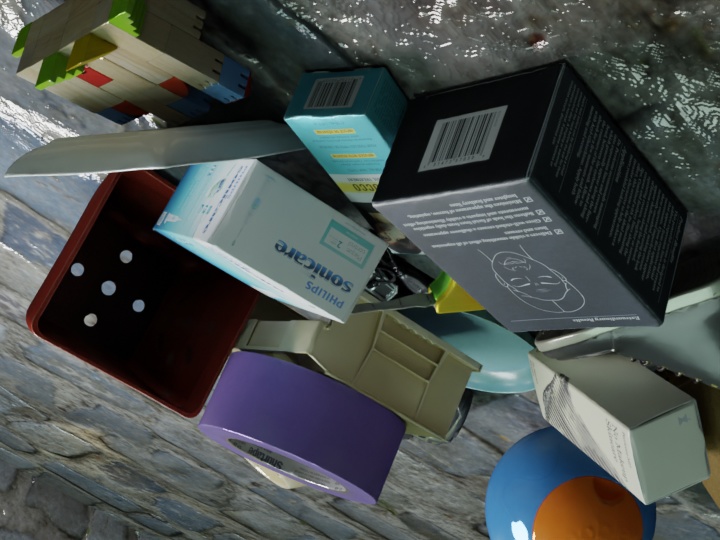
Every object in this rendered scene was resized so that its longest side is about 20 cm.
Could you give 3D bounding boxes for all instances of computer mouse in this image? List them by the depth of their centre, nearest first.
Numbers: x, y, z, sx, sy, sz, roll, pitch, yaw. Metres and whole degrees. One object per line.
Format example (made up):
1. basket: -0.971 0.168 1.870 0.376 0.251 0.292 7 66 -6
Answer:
1. computer mouse: 0.000 0.000 1.148 0.110 0.044 0.200 30 162 -27

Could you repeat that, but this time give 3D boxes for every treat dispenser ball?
1. treat dispenser ball: 0.248 0.285 1.363 0.201 0.201 0.201 17 155 8

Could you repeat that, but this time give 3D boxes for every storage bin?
1. storage bin: -0.017 0.096 1.228 0.198 0.094 0.200 33 161 -29

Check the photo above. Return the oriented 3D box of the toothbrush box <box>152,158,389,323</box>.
1. toothbrush box: -0.088 -0.032 1.051 0.146 0.085 0.200 32 174 -22

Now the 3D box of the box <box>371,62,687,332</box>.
1. box: 0.136 -0.047 0.890 0.148 0.107 0.200 -6 144 43

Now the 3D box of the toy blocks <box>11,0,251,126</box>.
1. toy blocks: -0.177 -0.167 0.924 0.137 0.100 0.200 25 157 -37

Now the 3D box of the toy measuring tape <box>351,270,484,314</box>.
1. toy measuring tape: 0.075 0.001 1.036 0.200 0.074 0.074 -5 156 -8

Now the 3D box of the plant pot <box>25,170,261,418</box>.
1. plant pot: -0.246 0.020 1.238 0.200 0.200 0.176 34 163 -27

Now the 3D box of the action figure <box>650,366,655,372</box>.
1. action figure: 0.278 0.131 1.193 0.130 0.069 0.200 25 160 -25

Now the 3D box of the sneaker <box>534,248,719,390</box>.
1. sneaker: 0.245 0.063 0.951 0.200 0.075 0.106 -21 109 40

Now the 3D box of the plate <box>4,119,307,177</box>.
1. plate: -0.167 -0.106 0.984 0.199 0.032 0.200 0 -171 37

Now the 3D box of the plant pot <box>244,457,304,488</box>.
1. plant pot: -0.083 0.192 1.439 0.200 0.134 0.200 35 158 16

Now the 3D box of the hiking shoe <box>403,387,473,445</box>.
1. hiking shoe: 0.056 0.166 1.418 0.101 0.076 0.200 28 155 -22

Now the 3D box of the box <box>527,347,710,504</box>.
1. box: 0.230 0.127 1.045 0.200 0.068 0.082 -139 30 -68

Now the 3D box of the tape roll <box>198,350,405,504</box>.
1. tape roll: -0.060 0.164 1.186 0.200 0.085 0.200 21 163 6

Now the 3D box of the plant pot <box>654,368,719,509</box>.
1. plant pot: 0.366 0.142 1.039 0.200 0.186 0.186 43 151 -8

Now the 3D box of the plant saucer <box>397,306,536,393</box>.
1. plant saucer: 0.111 0.077 1.255 0.200 0.027 0.200 18 155 8

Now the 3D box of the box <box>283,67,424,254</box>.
1. box: 0.023 -0.086 0.965 0.082 0.049 0.200 3 149 34
